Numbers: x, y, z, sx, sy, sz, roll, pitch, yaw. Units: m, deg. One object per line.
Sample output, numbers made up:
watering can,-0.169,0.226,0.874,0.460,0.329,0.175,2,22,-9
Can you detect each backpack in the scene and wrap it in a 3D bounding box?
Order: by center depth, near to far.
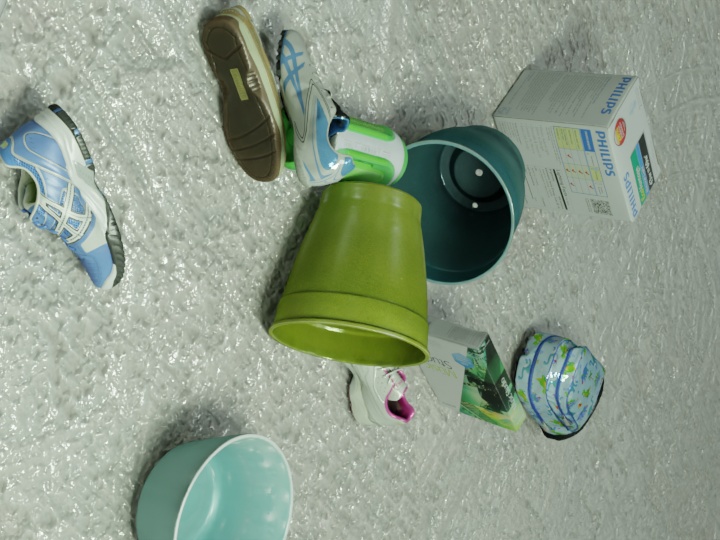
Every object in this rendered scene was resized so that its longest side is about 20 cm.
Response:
backpack,0.337,0.185,2.066,0.200,0.153,0.164,42,71,-36

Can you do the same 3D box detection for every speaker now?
speaker,-0.025,-0.152,1.507,0.199,0.088,0.089,8,92,-55

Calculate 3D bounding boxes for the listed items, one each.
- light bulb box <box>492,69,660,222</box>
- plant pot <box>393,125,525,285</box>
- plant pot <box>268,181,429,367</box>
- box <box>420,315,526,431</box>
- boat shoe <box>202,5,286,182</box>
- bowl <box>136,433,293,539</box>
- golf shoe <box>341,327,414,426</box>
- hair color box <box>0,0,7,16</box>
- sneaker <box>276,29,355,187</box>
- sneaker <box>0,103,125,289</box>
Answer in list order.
light bulb box,0.340,-0.196,1.904,0.125,0.199,0.199,-55,138,-30
plant pot,0.138,-0.110,1.669,0.188,0.198,0.202,-47,135,-57
plant pot,0.000,0.000,1.511,0.200,0.199,0.195,31,63,-53
box,0.149,0.147,1.775,0.036,0.144,0.201,-54,137,-24
boat shoe,-0.118,-0.202,1.388,0.076,0.071,0.202,-57,143,-52
bowl,-0.177,0.273,1.387,0.200,0.104,0.203,-19,114,-50
golf shoe,0.022,0.124,1.639,0.075,0.091,0.201,-43,129,-39
hair color box,-0.384,-0.169,1.027,0.100,0.060,0.202,32,72,-53
sneaker,-0.053,-0.186,1.377,0.072,0.072,0.202,80,-4,-66
sneaker,-0.289,-0.062,1.191,0.077,0.076,0.201,-31,125,-20
